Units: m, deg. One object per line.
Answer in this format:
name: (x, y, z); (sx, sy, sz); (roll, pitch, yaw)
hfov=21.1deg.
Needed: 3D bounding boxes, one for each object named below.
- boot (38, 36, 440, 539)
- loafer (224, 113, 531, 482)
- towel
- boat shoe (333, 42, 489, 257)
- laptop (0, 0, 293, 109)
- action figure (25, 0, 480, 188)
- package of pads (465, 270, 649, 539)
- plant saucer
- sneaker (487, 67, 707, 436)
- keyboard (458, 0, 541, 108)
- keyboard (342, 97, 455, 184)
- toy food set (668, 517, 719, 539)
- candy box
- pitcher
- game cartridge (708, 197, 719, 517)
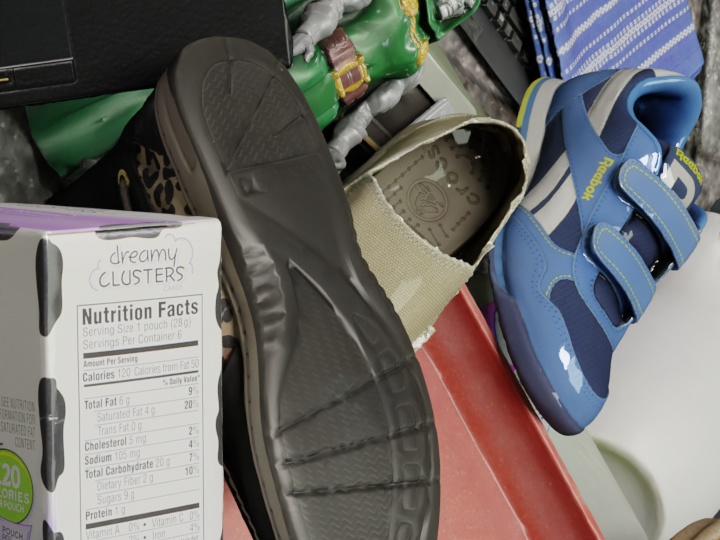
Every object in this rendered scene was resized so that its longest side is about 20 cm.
boot: (-0.058, 0.039, 0.671); (0.073, 0.150, 0.202); (-13, 80, -43)
loafer: (0.000, 0.000, 0.763); (0.076, 0.068, 0.200); (41, 59, -5)
towel: (0.130, -0.167, 1.018); (0.145, 0.024, 0.201); (-40, 124, -41)
boat shoe: (0.041, -0.049, 0.921); (0.201, 0.060, 0.072); (49, 13, -43)
laptop: (-0.120, -0.143, 0.603); (0.103, 0.175, 0.202); (-94, 177, -75)
action figure: (-0.030, -0.072, 0.790); (0.199, 0.055, 0.119); (-36, 134, -19)
package of pads: (0.051, 0.115, 0.891); (0.154, 0.068, 0.201); (-31, 93, -46)
plant saucer: (-0.015, 0.091, 0.782); (0.199, 0.037, 0.201); (-25, 83, -31)
sneaker: (0.109, -0.019, 0.863); (0.074, 0.082, 0.201); (54, 35, -42)
keyboard: (0.080, -0.171, 0.989); (0.200, 0.020, 0.128); (48, 58, -43)
keyboard: (-0.024, 0.005, 0.834); (0.200, 0.011, 0.057); (-41, 128, -19)
toy food set: (0.126, 0.196, 0.841); (0.201, 0.048, 0.198); (-57, 156, -5)
candy box: (-0.122, 0.079, 0.642); (0.071, 0.167, 0.202); (-6, 97, -43)
pitcher: (0.156, 0.086, 1.045); (0.200, 0.120, 0.173); (-50, 143, -50)
game cartridge: (0.233, 0.057, 1.116); (0.041, 0.133, 0.202); (1, 94, -23)
